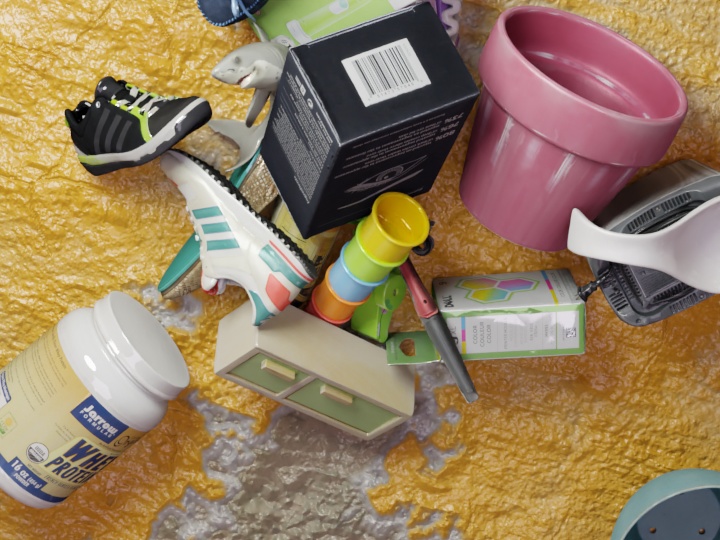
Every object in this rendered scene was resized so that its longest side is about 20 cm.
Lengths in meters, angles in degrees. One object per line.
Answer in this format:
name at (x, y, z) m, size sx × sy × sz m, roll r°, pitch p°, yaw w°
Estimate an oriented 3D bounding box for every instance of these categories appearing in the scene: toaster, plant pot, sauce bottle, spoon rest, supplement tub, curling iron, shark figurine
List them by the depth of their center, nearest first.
spoon rest at (0.295, -0.026, 1.439) m, size 0.198 × 0.061 × 0.100 m, roll 1°, pitch 112°, yaw -9°
shark figurine at (-0.090, -0.184, 1.460) m, size 0.128 × 0.215 × 0.090 m, roll -27°, pitch 76°, yaw -12°
plant pot at (0.185, -0.126, 1.491) m, size 0.199 × 0.200 × 0.180 m, roll 21°, pitch 122°, yaw -8°
curling iron at (0.072, 0.033, 1.508) m, size 0.049 × 0.026 × 0.201 m, roll -22°, pitch 82°, yaw 23°
toaster at (0.297, -0.028, 1.546) m, size 0.199 × 0.129 × 0.114 m, roll -30°, pitch 105°, yaw 7°
sauce bottle at (-0.073, -0.003, 1.570) m, size 0.066 × 0.066 × 0.201 m, roll 21°, pitch 120°, yaw -8°
supplement tub at (-0.285, 0.129, 1.570) m, size 0.200 × 0.145 × 0.145 m, roll -39°, pitch 105°, yaw 10°
plant pot at (0.350, 0.291, 1.646) m, size 0.198 × 0.135 × 0.202 m, roll 0°, pitch 107°, yaw -1°

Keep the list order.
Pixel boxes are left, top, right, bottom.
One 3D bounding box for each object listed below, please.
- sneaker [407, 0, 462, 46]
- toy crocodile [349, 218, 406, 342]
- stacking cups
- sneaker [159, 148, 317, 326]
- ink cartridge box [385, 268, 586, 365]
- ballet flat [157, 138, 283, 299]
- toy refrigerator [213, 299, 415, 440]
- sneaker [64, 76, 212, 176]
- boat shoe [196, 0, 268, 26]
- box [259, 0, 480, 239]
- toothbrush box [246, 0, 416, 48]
sneaker at (0.054, -0.248, 1.501) m, size 0.088 × 0.081 × 0.202 m, roll 5°, pitch 103°, yaw 4°
toy crocodile at (0.018, -0.025, 1.578) m, size 0.067 × 0.062 × 0.202 m, roll 15°, pitch 113°, yaw 37°
stacking cups at (0.000, 0.000, 1.523) m, size 0.060 × 0.061 × 0.200 m, roll 26°, pitch 142°, yaw -9°
sneaker at (-0.137, -0.031, 1.490) m, size 0.200 × 0.070 × 0.094 m, roll 42°, pitch 94°, yaw 14°
ink cartridge box at (0.123, 0.047, 1.578) m, size 0.198 × 0.104 × 0.060 m, roll -4°, pitch 107°, yaw 0°
ballet flat at (-0.127, -0.040, 1.564) m, size 0.065 × 0.071 × 0.200 m, roll 31°, pitch 107°, yaw -21°
toy refrigerator at (-0.044, 0.102, 1.562) m, size 0.199 × 0.070 × 0.076 m, roll 28°, pitch 139°, yaw -30°
sneaker at (-0.224, -0.145, 1.479) m, size 0.199 × 0.072 × 0.083 m, roll -12°, pitch 112°, yaw 46°
boat shoe at (-0.101, -0.281, 1.373) m, size 0.084 × 0.069 × 0.200 m, roll 41°, pitch 138°, yaw 0°
box at (0.003, -0.133, 1.425) m, size 0.147 × 0.200 × 0.105 m, roll -22°, pitch 73°, yaw -21°
toothbrush box at (-0.029, -0.293, 1.426) m, size 0.199 × 0.086 × 0.146 m, roll -20°, pitch 111°, yaw 44°
